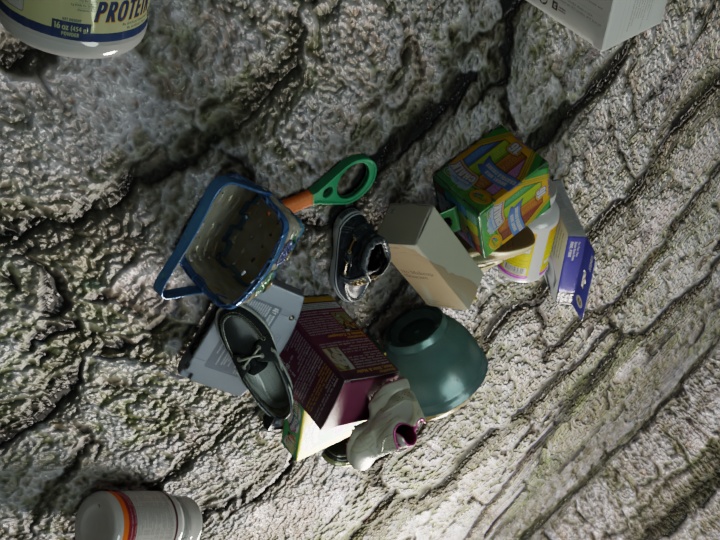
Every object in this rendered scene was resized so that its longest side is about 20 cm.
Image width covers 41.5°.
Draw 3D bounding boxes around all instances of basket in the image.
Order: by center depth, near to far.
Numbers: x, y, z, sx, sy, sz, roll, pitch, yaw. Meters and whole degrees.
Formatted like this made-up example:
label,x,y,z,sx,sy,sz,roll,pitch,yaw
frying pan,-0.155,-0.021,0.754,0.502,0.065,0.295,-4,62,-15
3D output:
label,x,y,z,sx,sy,sz,roll,pitch,yaw
basket,-0.171,-0.042,1.250,0.177,0.139,0.199,-56,155,17

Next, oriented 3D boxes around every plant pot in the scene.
label,x,y,z,sx,sy,sz,roll,pitch,yaw
plant pot,0.122,0.152,1.764,0.199,0.200,0.135,-35,118,-15

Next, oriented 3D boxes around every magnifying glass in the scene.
label,x,y,z,sx,sy,sz,roll,pitch,yaw
magnifying glass,-0.058,-0.116,1.409,0.198,0.022,0.080,-28,143,-29

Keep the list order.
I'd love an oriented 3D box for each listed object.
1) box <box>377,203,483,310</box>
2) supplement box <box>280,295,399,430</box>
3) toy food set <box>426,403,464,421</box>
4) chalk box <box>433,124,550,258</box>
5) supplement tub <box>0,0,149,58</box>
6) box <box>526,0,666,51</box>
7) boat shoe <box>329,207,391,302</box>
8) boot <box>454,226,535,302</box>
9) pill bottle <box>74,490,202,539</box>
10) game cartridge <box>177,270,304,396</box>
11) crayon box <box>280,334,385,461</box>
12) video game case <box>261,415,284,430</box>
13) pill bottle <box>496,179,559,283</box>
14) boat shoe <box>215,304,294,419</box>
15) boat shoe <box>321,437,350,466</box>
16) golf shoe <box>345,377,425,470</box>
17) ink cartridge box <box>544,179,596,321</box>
label,x,y,z,sx,sy,sz,roll,pitch,yaw
box,0.116,-0.022,1.574,0.200,0.094,0.079,47,60,-41
supplement box,-0.055,0.143,1.522,0.130,0.200,0.104,-1,128,-45
toy food set,0.138,0.219,1.843,0.199,0.197,0.049,-39,119,-24
chalk box,0.207,-0.121,1.599,0.199,0.124,0.125,-38,146,-12
supplement tub,-0.255,-0.314,0.862,0.144,0.145,0.202,-15,136,-38
box,0.326,-0.450,1.308,0.130,0.199,0.202,-27,143,-24
boat shoe,0.000,0.000,1.529,0.070,0.091,0.202,-29,144,-22
boot,0.220,-0.008,1.744,0.197,0.074,0.157,-14,142,-4
pill bottle,-0.361,0.419,1.564,0.110,0.110,0.199,-53,146,13
game cartridge,-0.177,0.096,1.451,0.132,0.041,0.201,25,108,-30
crayon box,-0.050,0.230,1.705,0.171,0.058,0.202,-19,138,-32
video game case,-0.067,0.213,1.744,0.198,0.026,0.182,4,123,-50
pill bottle,0.315,-0.080,1.781,0.103,0.104,0.202,-26,143,-26
boat shoe,-0.152,0.137,1.417,0.075,0.061,0.201,-30,119,5
boat shoe,0.004,0.341,1.927,0.199,0.071,0.067,-8,122,-44
golf shoe,0.038,0.261,1.489,0.075,0.092,0.202,-14,141,-39
ink cartridge box,0.389,-0.035,1.830,0.040,0.202,0.201,-10,139,-6
